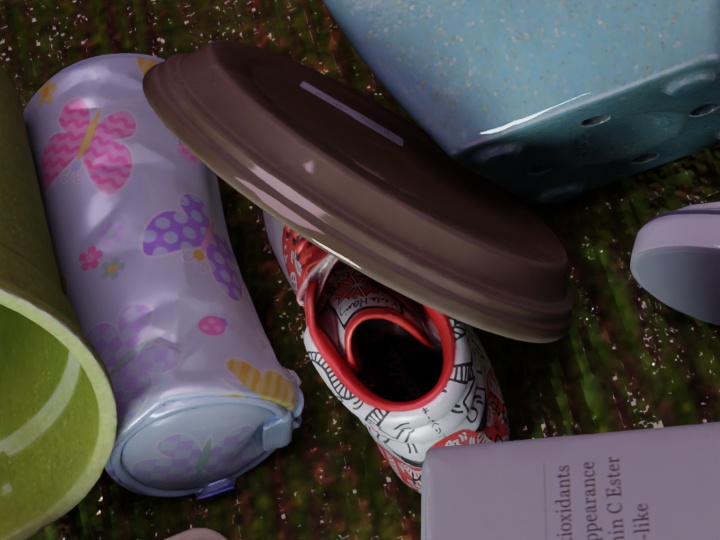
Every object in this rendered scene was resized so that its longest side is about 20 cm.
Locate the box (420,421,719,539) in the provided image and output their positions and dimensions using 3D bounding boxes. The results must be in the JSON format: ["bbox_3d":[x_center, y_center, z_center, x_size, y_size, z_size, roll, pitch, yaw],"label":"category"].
[{"bbox_3d":[0.096,0.185,0.623,0.130,0.200,0.200,-6,52,10],"label":"box"}]

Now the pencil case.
[{"bbox_3d":[-0.092,-0.001,0.868,0.090,0.083,0.201,-21,59,0],"label":"pencil case"}]

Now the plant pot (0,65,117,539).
[{"bbox_3d":[-0.205,-0.005,0.813,0.199,0.201,0.185,-17,49,9],"label":"plant pot"}]

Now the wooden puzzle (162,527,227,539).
[{"bbox_3d":[-0.087,0.177,0.727,0.185,0.046,0.200,-20,37,-24],"label":"wooden puzzle"}]

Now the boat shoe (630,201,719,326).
[{"bbox_3d":[0.211,-0.012,0.787,0.199,0.074,0.066,6,61,10],"label":"boat shoe"}]

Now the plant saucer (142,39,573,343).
[{"bbox_3d":[0.005,-0.038,0.791,0.200,0.200,0.030,39,106,30],"label":"plant saucer"}]

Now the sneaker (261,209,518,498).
[{"bbox_3d":[0.001,0.000,0.821,0.067,0.108,0.202,-29,58,2],"label":"sneaker"}]

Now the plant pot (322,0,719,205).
[{"bbox_3d":[0.082,-0.143,0.814,0.195,0.196,0.201,-18,74,20],"label":"plant pot"}]
